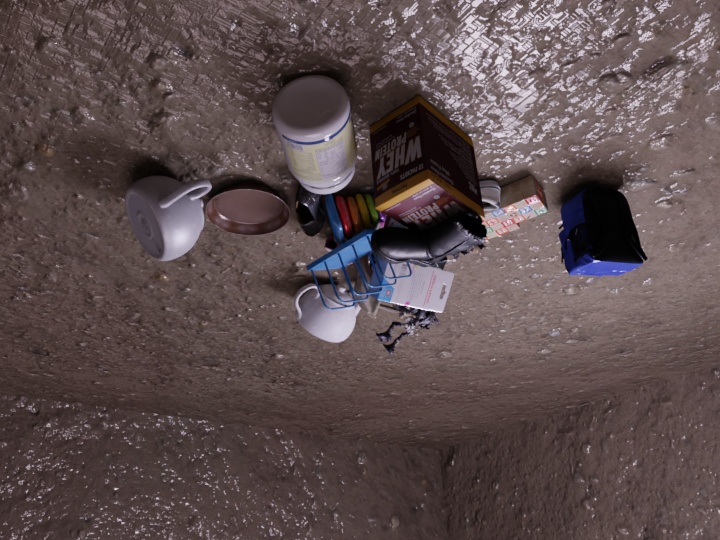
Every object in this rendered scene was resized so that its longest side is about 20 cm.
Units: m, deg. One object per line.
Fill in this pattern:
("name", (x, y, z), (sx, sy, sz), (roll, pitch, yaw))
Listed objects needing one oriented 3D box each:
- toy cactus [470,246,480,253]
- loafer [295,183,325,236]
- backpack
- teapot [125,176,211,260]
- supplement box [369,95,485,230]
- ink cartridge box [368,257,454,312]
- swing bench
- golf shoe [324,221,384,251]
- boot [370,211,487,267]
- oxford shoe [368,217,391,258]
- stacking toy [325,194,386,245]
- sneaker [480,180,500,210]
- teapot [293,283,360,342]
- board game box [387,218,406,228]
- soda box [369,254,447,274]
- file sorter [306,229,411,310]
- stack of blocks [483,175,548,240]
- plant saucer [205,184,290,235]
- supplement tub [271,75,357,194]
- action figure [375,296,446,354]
("toy cactus", (0.220, -0.062, 1.613), (0.164, 0.103, 0.200), (10, -177, 30))
("loafer", (-0.127, -0.136, 1.503), (0.072, 0.073, 0.200), (22, 151, 13))
("backpack", (0.560, -0.092, 1.548), (0.161, 0.202, 0.168), (4, 161, -22))
("teapot", (-0.412, -0.128, 1.414), (0.146, 0.199, 0.199), (-29, 132, -34))
("supplement box", (0.133, -0.198, 1.295), (0.132, 0.201, 0.197), (-25, 146, 35))
("ink cartridge box", (0.130, 0.031, 1.644), (0.199, 0.116, 0.068), (13, -173, -25))
("swing bench", (0.090, 0.048, 1.831), (0.198, 0.131, 0.199), (0, 154, -8))
("golf shoe", (-0.016, -0.087, 1.631), (0.091, 0.076, 0.200), (28, 134, -22))
("boot", (0.139, -0.065, 1.253), (0.197, 0.074, 0.162), (13, 153, -42))
("oxford shoe", (0.091, -0.091, 1.629), (0.070, 0.074, 0.200), (18, 146, -34))
("stacking toy", (0.023, -0.144, 1.518), (0.199, 0.117, 0.110), (-17, 151, -3))
("sneaker", (0.231, -0.164, 1.509), (0.198, 0.071, 0.073), (-8, 152, 12))
("teapot", (-0.092, 0.107, 1.907), (0.197, 0.200, 0.147), (29, 108, 1))
("board game box", (0.150, -0.124, 1.452), (0.199, 0.127, 0.035), (-21, 115, 30))
("soda box", (0.128, -0.019, 1.721), (0.199, 0.071, 0.063), (-14, 155, -14))
("file sorter", (0.000, 0.000, 1.529), (0.199, 0.123, 0.138), (-29, 166, 33))
("stack of blocks", (0.351, -0.146, 1.569), (0.199, 0.059, 0.115), (-21, 148, 29))
("plant saucer", (-0.267, -0.148, 1.527), (0.199, 0.035, 0.201), (-3, 153, -2))
("supplement tub", (-0.081, -0.253, 1.227), (0.144, 0.146, 0.200), (-5, 152, 4))
("action figure", (0.133, 0.133, 1.753), (0.200, 0.102, 0.119), (-38, 123, -5))
